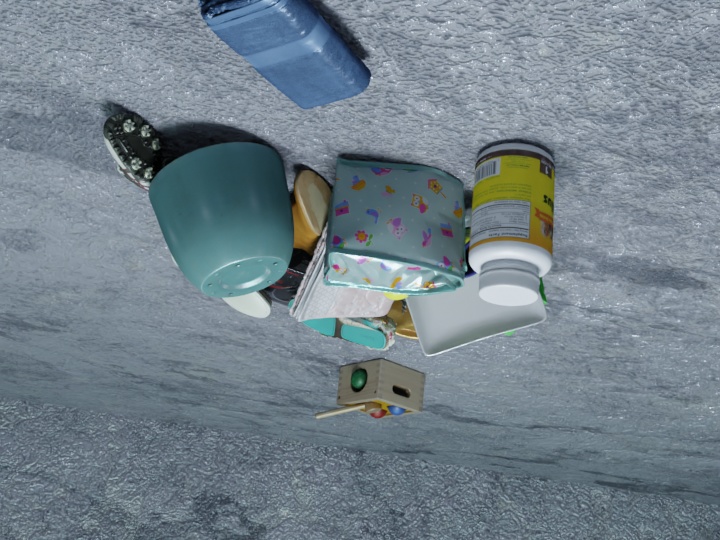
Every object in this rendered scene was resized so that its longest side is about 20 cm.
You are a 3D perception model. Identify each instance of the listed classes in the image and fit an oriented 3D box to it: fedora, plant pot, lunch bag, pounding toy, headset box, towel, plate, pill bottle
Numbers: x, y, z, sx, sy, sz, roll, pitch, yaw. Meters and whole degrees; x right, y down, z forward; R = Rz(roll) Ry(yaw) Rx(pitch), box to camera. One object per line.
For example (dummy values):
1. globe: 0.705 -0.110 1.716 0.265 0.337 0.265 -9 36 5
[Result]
1. fedora: 0.112 0.083 1.787 0.200 0.082 0.201 6 159 2
2. plant pot: -0.183 -0.059 1.316 0.200 0.161 0.201 -17 159 -7
3. lunch bag: 0.053 -0.058 1.321 0.199 0.171 0.122 6 151 -6
4. pounding toy: 0.024 0.314 2.327 0.200 0.143 0.184 23 153 -37
5. headset box: -0.106 0.010 1.664 0.148 0.075 0.200 20 156 -17
6. towel: 0.000 0.000 1.472 0.191 0.032 0.200 -4 134 -35
7. towel: -0.078 -0.254 1.028 0.111 0.049 0.200 -6 155 31
8. plate: 0.161 0.009 1.419 0.199 0.201 0.032 -19 -175 14
9. pill bottle: 0.201 -0.059 1.233 0.109 0.201 0.109 6 159 2

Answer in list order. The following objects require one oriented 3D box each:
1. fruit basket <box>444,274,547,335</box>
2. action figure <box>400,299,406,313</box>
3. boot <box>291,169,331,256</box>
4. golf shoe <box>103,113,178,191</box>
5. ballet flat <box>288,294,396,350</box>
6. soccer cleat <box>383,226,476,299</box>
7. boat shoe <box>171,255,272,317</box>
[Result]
1. fruit basket: 0.181 0.037 1.546 0.215 0.156 0.216 -5 149 -3
2. action figure: 0.054 0.019 1.620 0.119 0.102 0.200 22 157 -25
3. boot: -0.107 -0.087 1.447 0.144 0.071 0.201 11 150 30
4. golf shoe: -0.319 -0.155 1.324 0.088 0.077 0.200 5 160 22
5. ballet flat: -0.027 0.084 1.608 0.199 0.064 0.076 22 124 16
6. soccer cleat: 0.118 -0.008 1.361 0.200 0.084 0.065 -26 115 13
7. boat shoe: -0.233 0.005 1.628 0.201 0.060 0.072 36 130 -4
